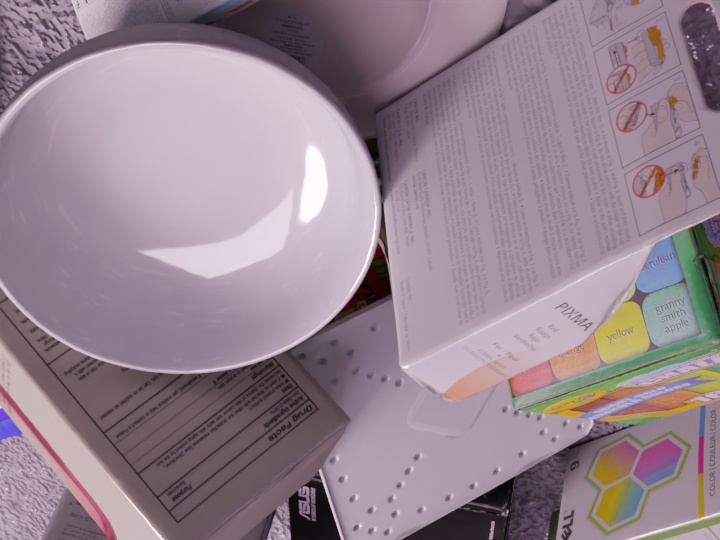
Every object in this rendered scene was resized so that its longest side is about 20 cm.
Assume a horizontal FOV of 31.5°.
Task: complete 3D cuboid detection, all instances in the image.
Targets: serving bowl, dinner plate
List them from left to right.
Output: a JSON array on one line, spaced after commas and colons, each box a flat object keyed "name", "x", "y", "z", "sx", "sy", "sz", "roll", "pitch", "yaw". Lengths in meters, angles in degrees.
[{"name": "serving bowl", "x": -0.091, "y": -0.042, "z": 0.649, "sx": 0.199, "sy": 0.066, "sz": 0.201, "roll": -3, "pitch": 129, "yaw": -3}, {"name": "dinner plate", "x": -0.025, "y": -0.153, "z": 0.642, "sx": 0.199, "sy": 0.024, "sz": 0.201, "roll": 9, "pitch": 125, "yaw": 14}]

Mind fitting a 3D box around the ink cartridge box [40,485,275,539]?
[{"name": "ink cartridge box", "x": -0.135, "y": 0.171, "z": 0.939, "sx": 0.145, "sy": 0.201, "sz": 0.083, "roll": 16, "pitch": 137, "yaw": 2}]

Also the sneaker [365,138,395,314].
[{"name": "sneaker", "x": 0.035, "y": -0.036, "z": 0.722, "sx": 0.077, "sy": 0.201, "sz": 0.089, "roll": -23, "pitch": 166, "yaw": -7}]

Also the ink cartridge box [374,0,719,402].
[{"name": "ink cartridge box", "x": 0.100, "y": -0.051, "z": 0.587, "sx": 0.199, "sy": 0.163, "sz": 0.050, "roll": -26, "pitch": 139, "yaw": 27}]

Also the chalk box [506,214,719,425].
[{"name": "chalk box", "x": 0.146, "y": 0.006, "z": 0.691, "sx": 0.124, "sy": 0.124, "sz": 0.200, "roll": -23, "pitch": 159, "yaw": 33}]

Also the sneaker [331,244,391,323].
[{"name": "sneaker", "x": 0.000, "y": 0.000, "z": 0.820, "sx": 0.077, "sy": 0.085, "sz": 0.200, "roll": -18, "pitch": 124, "yaw": 29}]

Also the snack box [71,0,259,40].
[{"name": "snack box", "x": -0.119, "y": -0.211, "z": 0.621, "sx": 0.116, "sy": 0.037, "sz": 0.201, "roll": -16, "pitch": 96, "yaw": 42}]

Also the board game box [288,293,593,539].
[{"name": "board game box", "x": 0.056, "y": 0.075, "z": 0.832, "sx": 0.199, "sy": 0.026, "sz": 0.201, "roll": -26, "pitch": 130, "yaw": -14}]

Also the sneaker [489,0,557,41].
[{"name": "sneaker", "x": 0.063, "y": -0.150, "z": 0.682, "sx": 0.200, "sy": 0.075, "sz": 0.100, "roll": 33, "pitch": 140, "yaw": -3}]

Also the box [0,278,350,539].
[{"name": "box", "x": -0.124, "y": 0.068, "z": 0.744, "sx": 0.200, "sy": 0.128, "sz": 0.109, "roll": 48, "pitch": 152, "yaw": 11}]

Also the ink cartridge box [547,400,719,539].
[{"name": "ink cartridge box", "x": 0.195, "y": 0.168, "z": 0.902, "sx": 0.200, "sy": 0.104, "sz": 0.059, "roll": -27, "pitch": 119, "yaw": 35}]

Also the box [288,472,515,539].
[{"name": "box", "x": 0.033, "y": 0.199, "z": 0.991, "sx": 0.163, "sy": 0.086, "sz": 0.201, "roll": 10, "pitch": 134, "yaw": 9}]

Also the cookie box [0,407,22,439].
[{"name": "cookie box", "x": -0.331, "y": 0.056, "z": 0.978, "sx": 0.199, "sy": 0.075, "sz": 0.171, "roll": -17, "pitch": 124, "yaw": 28}]
